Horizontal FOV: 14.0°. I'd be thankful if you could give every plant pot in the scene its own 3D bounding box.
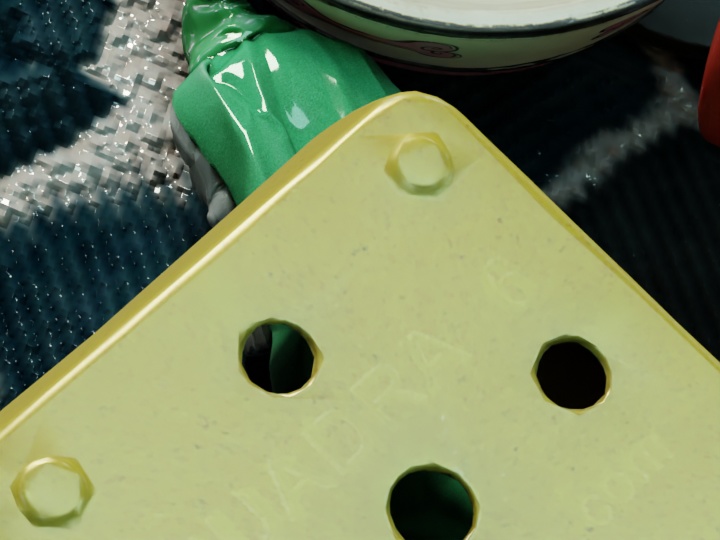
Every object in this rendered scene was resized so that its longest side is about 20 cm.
[{"bbox_3d":[-0.003,0.081,0.636,0.200,0.176,0.200,45,65,8],"label":"plant pot"}]

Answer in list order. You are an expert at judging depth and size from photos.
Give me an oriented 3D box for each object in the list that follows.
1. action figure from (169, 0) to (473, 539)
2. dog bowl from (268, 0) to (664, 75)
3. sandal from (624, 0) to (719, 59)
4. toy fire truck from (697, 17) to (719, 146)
[{"bbox_3d":[0.000,0.000,0.807,0.118,0.055,0.200,-13,64,-31],"label":"action figure"},{"bbox_3d":[0.031,-0.148,0.875,0.200,0.074,0.200,2,70,-4],"label":"dog bowl"},{"bbox_3d":[0.071,-0.138,0.932,0.200,0.045,0.075,37,61,-7],"label":"sandal"},{"bbox_3d":[0.165,-0.044,0.853,0.112,0.168,0.200,18,48,13],"label":"toy fire truck"}]
